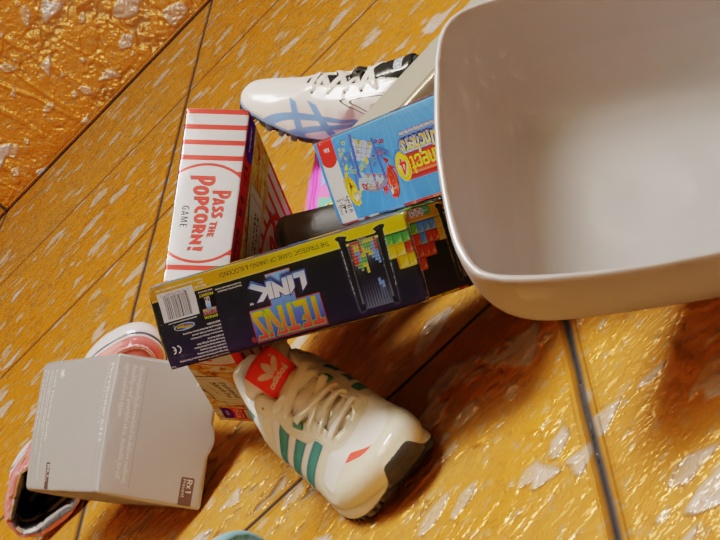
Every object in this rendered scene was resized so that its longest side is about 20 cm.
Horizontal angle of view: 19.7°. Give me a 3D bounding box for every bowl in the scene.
[{"bbox_3d":[0.141,-0.057,1.027,0.199,0.075,0.200,-10,48,8],"label":"bowl"}]

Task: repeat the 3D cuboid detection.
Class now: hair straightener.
[{"bbox_3d":[0.035,-0.042,1.365,0.200,0.077,0.041,-12,65,18],"label":"hair straightener"}]

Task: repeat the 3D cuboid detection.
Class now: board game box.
[{"bbox_3d":[0.000,0.000,1.250,0.200,0.057,0.165,-16,0,37],"label":"board game box"},{"bbox_3d":[0.105,-0.090,1.225,0.200,0.056,0.196,-18,2,-26],"label":"board game box"},{"bbox_3d":[-0.087,0.001,1.417,0.200,0.046,0.152,70,-156,-66],"label":"board game box"}]

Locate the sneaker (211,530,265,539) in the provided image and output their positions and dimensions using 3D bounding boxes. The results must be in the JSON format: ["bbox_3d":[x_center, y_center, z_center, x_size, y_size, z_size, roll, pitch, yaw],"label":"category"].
[{"bbox_3d":[-0.135,0.239,1.198,0.200,0.080,0.131,-39,6,-41],"label":"sneaker"}]

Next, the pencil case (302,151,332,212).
[{"bbox_3d":[-0.005,-0.040,1.526,0.088,0.088,0.200,-43,14,18],"label":"pencil case"}]

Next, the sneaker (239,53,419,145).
[{"bbox_3d":[0.008,-0.131,1.543,0.200,0.073,0.072,5,26,11],"label":"sneaker"}]

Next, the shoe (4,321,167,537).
[{"bbox_3d":[-0.231,0.138,1.751,0.200,0.071,0.091,-49,16,15],"label":"shoe"}]

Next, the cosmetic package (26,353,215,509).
[{"bbox_3d":[-0.181,0.122,1.553,0.200,0.090,0.107,162,117,-67],"label":"cosmetic package"}]

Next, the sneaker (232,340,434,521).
[{"bbox_3d":[-0.028,0.090,1.256,0.070,0.093,0.200,-50,15,-9],"label":"sneaker"}]

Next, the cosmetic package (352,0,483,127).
[{"bbox_3d":[0.091,-0.122,1.437,0.200,0.104,0.073,-48,16,4],"label":"cosmetic package"}]
